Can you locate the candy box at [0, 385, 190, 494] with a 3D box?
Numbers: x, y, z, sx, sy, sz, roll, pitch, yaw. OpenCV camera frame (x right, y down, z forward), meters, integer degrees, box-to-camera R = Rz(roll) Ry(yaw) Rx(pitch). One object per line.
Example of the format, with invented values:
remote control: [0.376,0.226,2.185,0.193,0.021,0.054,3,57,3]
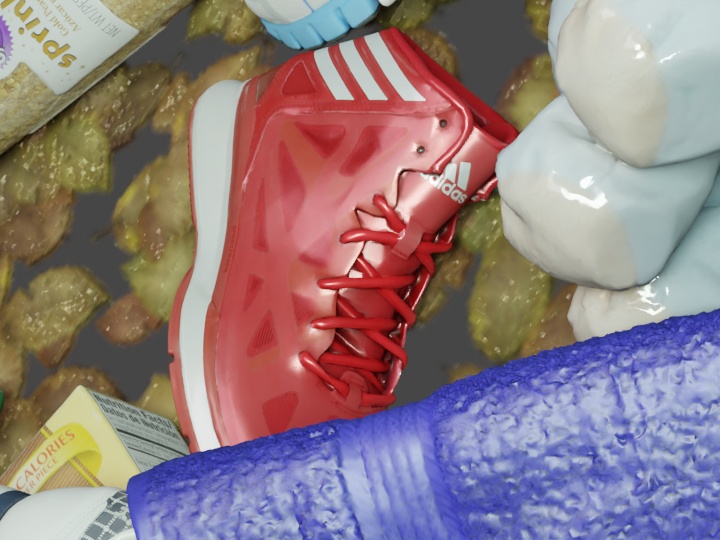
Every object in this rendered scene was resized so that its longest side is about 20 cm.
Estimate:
candy box: [-0.075,0.150,0.785,0.115,0.055,0.200,-48,51,12]

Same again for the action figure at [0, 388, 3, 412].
action figure: [-0.205,0.122,0.881,0.200,0.118,0.055,-54,16,-7]

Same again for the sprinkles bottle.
sprinkles bottle: [-0.137,-0.096,0.927,0.200,0.068,0.068,-35,54,22]

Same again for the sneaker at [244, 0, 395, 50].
sneaker: [-0.001,-0.140,0.790,0.200,0.087,0.075,-20,37,59]

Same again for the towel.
towel: [0.043,0.102,0.638,0.200,0.050,0.148,-18,105,14]

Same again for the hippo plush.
hippo plush: [0.106,-0.079,0.666,0.200,0.159,0.161,-60,34,28]

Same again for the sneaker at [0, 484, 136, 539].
sneaker: [-0.106,0.166,0.722,0.080,0.076,0.201,0,75,29]

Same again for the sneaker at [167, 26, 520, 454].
sneaker: [0.000,0.000,0.774,0.115,0.078,0.200,-25,59,30]
